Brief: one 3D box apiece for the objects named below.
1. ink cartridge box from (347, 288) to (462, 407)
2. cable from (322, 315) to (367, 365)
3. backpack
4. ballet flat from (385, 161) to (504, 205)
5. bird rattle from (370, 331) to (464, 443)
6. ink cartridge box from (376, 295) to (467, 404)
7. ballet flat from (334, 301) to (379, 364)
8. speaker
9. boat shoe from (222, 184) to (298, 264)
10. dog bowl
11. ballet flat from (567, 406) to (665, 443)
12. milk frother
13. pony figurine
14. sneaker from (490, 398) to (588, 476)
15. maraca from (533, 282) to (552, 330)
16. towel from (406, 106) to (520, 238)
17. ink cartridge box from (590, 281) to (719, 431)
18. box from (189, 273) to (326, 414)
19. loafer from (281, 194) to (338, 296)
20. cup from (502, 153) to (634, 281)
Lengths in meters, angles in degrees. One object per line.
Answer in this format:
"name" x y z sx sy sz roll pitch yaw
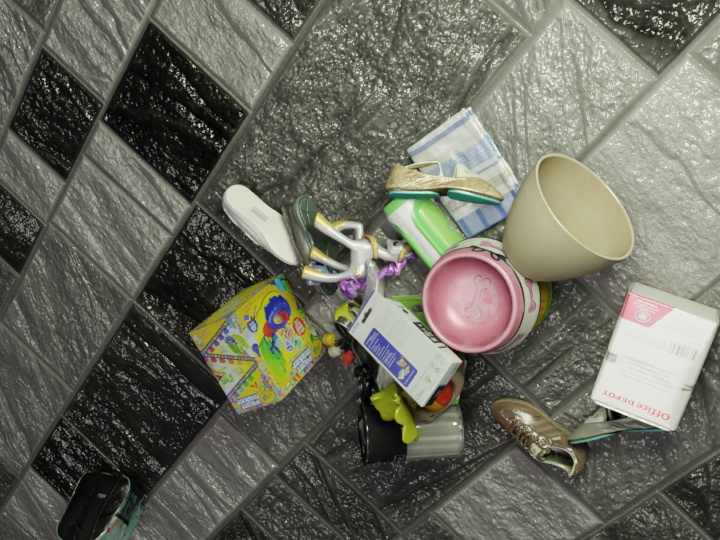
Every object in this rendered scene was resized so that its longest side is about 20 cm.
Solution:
"ink cartridge box" 0.072 0.128 1.480 0.200 0.039 0.100 44 114 29
"cable" -0.027 0.142 1.648 0.097 0.050 0.200 44 168 5
"backpack" -0.665 0.629 2.230 0.177 0.200 0.151 2 135 25
"ballet flat" 0.143 -0.150 1.466 0.200 0.071 0.065 6 81 3
"bird rattle" 0.120 0.204 1.562 0.113 0.163 0.200 40 98 38
"ink cartridge box" 0.119 0.148 1.613 0.148 0.076 0.200 0 122 -14
"ballet flat" 0.035 0.130 1.694 0.200 0.067 0.067 40 135 8
"speaker" 0.130 -0.055 1.542 0.200 0.088 0.088 50 126 -3
"boat shoe" -0.193 -0.081 1.714 0.200 0.072 0.069 38 154 -7
"dog bowl" 0.190 0.048 1.442 0.200 0.074 0.201 5 100 29
"ballet flat" 0.460 0.264 1.554 0.200 0.067 0.064 -16 79 32
"milk frother" 0.087 0.269 1.706 0.188 0.181 0.200 -2 85 -9
"pony figurine" 0.000 0.000 1.602 0.200 0.167 0.193 14 95 4
"sneaker" 0.329 0.308 1.626 0.200 0.076 0.071 27 124 13
"maraca" 0.268 0.031 1.504 0.137 0.107 0.200 20 108 -9
"towel" 0.183 -0.163 1.500 0.147 0.024 0.200 -30 98 36
"ink cartridge box" 0.481 0.140 1.437 0.146 0.083 0.200 20 110 17
"box" -0.199 0.143 1.742 0.122 0.200 0.193 -22 103 33
"loafer" -0.098 -0.046 1.683 0.063 0.072 0.200 -7 103 42
"cup" 0.309 -0.062 1.383 0.200 0.200 0.143 45 131 1
